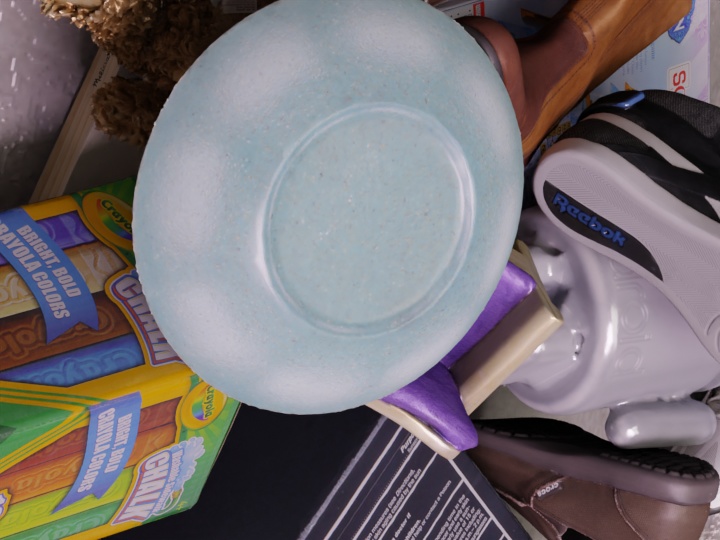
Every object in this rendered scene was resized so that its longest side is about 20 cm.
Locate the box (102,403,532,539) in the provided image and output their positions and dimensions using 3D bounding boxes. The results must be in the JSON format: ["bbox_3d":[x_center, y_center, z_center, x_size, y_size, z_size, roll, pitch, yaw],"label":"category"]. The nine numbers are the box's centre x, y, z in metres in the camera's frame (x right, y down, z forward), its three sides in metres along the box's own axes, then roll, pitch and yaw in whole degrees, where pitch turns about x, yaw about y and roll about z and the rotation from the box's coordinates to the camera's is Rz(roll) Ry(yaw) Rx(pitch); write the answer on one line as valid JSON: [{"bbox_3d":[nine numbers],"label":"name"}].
[{"bbox_3d":[-0.026,0.169,1.378,0.200,0.123,0.198,-55,138,-19],"label":"box"}]

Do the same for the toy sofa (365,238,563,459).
[{"bbox_3d":[0.000,0.000,1.239,0.200,0.098,0.083,31,113,-31],"label":"toy sofa"}]

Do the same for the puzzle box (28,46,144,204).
[{"bbox_3d":[-0.074,-0.094,1.313,0.133,0.025,0.200,23,94,-41],"label":"puzzle box"}]

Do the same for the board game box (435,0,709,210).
[{"bbox_3d":[0.110,-0.080,1.453,0.199,0.041,0.201,-19,120,-30],"label":"board game box"}]

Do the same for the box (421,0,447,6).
[{"bbox_3d":[0.050,-0.192,1.282,0.200,0.075,0.100,-26,107,-52],"label":"box"}]

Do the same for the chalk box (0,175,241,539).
[{"bbox_3d":[-0.136,0.048,1.234,0.200,0.124,0.125,-16,147,-32],"label":"chalk box"}]

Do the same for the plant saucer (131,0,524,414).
[{"bbox_3d":[-0.004,-0.026,1.170,0.201,0.039,0.202,-9,109,-26],"label":"plant saucer"}]

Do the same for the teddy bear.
[{"bbox_3d":[-0.073,-0.115,1.254,0.200,0.067,0.145,25,83,-36],"label":"teddy bear"}]

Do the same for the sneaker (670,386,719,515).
[{"bbox_3d":[0.229,0.049,1.595,0.201,0.076,0.115,-49,123,-21],"label":"sneaker"}]

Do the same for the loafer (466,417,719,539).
[{"bbox_3d":[0.109,0.125,1.433,0.073,0.200,0.071,1,97,-38],"label":"loafer"}]

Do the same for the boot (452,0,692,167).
[{"bbox_3d":[0.112,-0.121,1.317,0.200,0.068,0.188,-39,158,-15],"label":"boot"}]

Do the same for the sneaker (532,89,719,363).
[{"bbox_3d":[0.195,-0.025,1.348,0.112,0.200,0.073,-48,176,-43],"label":"sneaker"}]

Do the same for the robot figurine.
[{"bbox_3d":[0.145,0.016,1.418,0.200,0.113,0.170,-8,80,-36],"label":"robot figurine"}]

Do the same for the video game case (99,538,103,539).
[{"bbox_3d":[-0.155,0.233,1.392,0.182,0.022,0.200,-30,125,-25],"label":"video game case"}]
